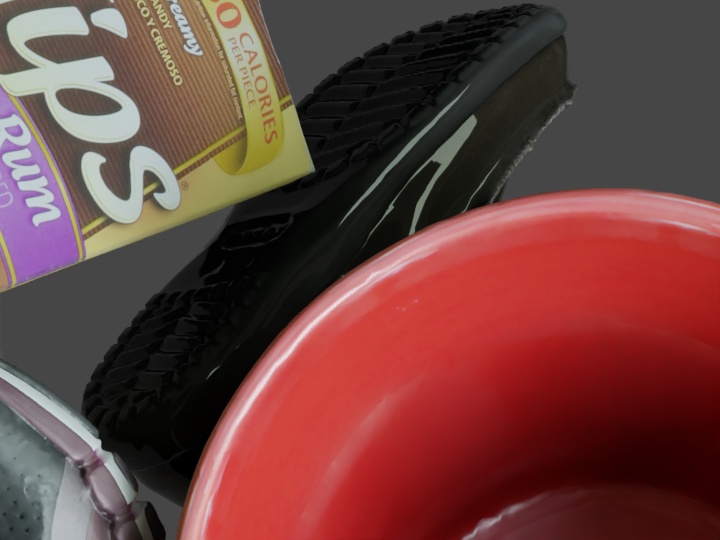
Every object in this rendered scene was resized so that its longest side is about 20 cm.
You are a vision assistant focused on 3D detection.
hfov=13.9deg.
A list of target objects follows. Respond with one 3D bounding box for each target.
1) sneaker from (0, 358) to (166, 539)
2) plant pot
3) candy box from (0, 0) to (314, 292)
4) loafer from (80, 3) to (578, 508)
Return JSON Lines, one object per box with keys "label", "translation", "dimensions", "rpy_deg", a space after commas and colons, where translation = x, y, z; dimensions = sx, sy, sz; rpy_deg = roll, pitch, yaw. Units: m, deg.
{"label": "sneaker", "translation": [-0.079, 0.118, 0.709], "dimensions": [0.200, 0.075, 0.116], "rpy_deg": [59, 22, -15]}
{"label": "plant pot", "translation": [0.061, 0.099, 0.770], "dimensions": [0.177, 0.199, 0.201], "rpy_deg": [70, 24, -71]}
{"label": "candy box", "translation": [-0.112, -0.049, 0.756], "dimensions": [0.200, 0.056, 0.117], "rpy_deg": [-23, 96, -44]}
{"label": "loafer", "translation": [0.000, 0.000, 0.845], "dimensions": [0.200, 0.073, 0.071], "rpy_deg": [-48, 117, -28]}
